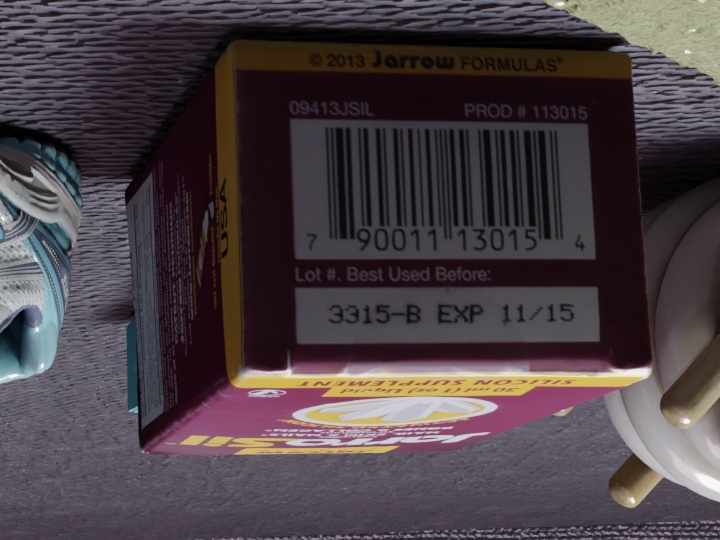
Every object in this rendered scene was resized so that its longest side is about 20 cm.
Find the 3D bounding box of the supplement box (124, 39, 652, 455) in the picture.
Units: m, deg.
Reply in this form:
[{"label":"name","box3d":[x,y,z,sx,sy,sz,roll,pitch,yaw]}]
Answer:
[{"label":"supplement box","box3d":[0.000,0.000,0.762,0.130,0.104,0.200,0,170,-14]}]

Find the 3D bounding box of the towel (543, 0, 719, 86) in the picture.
[{"label":"towel","box3d":[0.131,-0.078,0.559,0.147,0.037,0.199,-9,168,36]}]

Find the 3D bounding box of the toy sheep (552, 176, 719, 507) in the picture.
[{"label":"toy sheep","box3d":[0.146,0.028,0.878,0.137,0.139,0.200,3,-179,-27]}]

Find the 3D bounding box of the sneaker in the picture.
[{"label":"sneaker","box3d":[-0.142,-0.008,0.732,0.077,0.087,0.200,-7,169,21]}]

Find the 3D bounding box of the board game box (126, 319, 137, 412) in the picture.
[{"label":"board game box","box3d":[-0.017,0.030,1.075,0.150,0.047,0.200,1,169,-18]}]
